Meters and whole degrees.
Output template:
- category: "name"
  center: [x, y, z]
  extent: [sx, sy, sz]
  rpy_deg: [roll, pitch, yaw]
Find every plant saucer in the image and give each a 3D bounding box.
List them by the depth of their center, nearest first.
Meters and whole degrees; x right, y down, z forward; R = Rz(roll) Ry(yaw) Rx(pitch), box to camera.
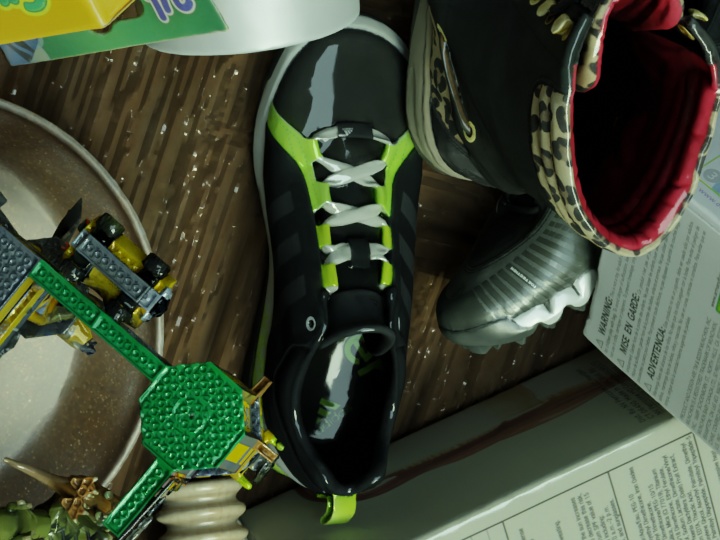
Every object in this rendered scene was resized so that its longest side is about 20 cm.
- category: "plant saucer"
  center: [-0.174, 0.025, 0.944]
  extent: [0.199, 0.037, 0.202]
  rpy_deg: [-6, 109, -19]

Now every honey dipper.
- category: "honey dipper"
  center: [-0.056, 0.185, 1.000]
  extent: [0.038, 0.038, 0.201]
  rpy_deg: [-4, 86, -20]

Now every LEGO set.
- category: "LEGO set"
  center: [-0.121, 0.079, 0.887]
  extent: [0.153, 0.116, 0.201]
  rpy_deg: [31, 87, 11]

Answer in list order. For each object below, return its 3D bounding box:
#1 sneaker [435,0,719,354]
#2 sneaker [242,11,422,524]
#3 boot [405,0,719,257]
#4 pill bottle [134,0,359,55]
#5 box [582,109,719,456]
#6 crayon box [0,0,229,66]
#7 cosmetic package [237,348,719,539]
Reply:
- category: "sneaker"
  center: [0.093, -0.056, 1.010]
  extent: [0.200, 0.066, 0.091]
  rpy_deg: [-43, 113, -9]
- category: "sneaker"
  center: [0.000, 0.000, 0.978]
  extent: [0.071, 0.083, 0.201]
  rpy_deg: [-3, 107, -21]
- category: "boot"
  center: [0.069, -0.111, 0.892]
  extent: [0.073, 0.151, 0.201]
  rpy_deg: [-3, 110, -22]
- category: "pill bottle"
  center: [-0.052, -0.183, 0.886]
  extent: [0.112, 0.112, 0.201]
  rpy_deg: [-13, 110, -17]
- category: "box"
  center: [0.199, -0.024, 0.988]
  extent: [0.200, 0.101, 0.113]
  rpy_deg: [-32, 149, -29]
- category: "crayon box"
  center: [-0.145, -0.145, 0.849]
  extent: [0.052, 0.125, 0.201]
  rpy_deg: [-50, 121, -36]
- category: "cosmetic package"
  center: [0.062, 0.117, 1.036]
  extent: [0.199, 0.087, 0.104]
  rpy_deg: [-22, 114, -15]
